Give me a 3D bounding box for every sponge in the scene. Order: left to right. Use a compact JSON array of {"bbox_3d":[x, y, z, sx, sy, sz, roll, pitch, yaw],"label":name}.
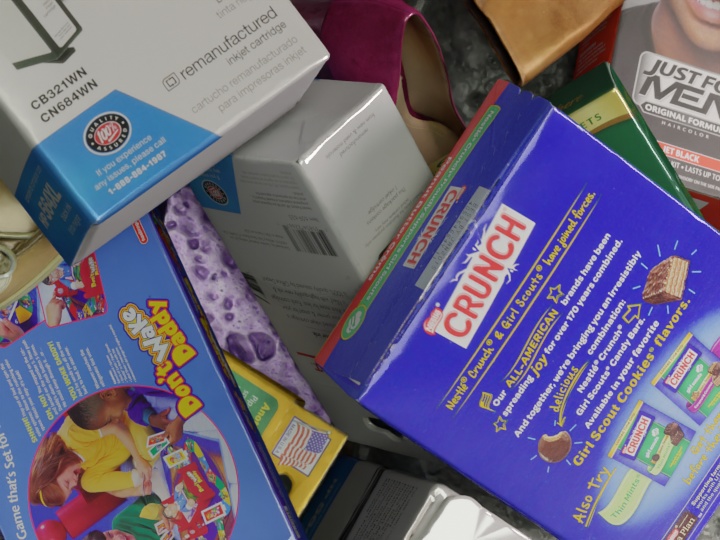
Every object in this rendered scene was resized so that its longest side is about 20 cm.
[{"bbox_3d":[-0.055,-0.018,1.363,0.111,0.030,0.201,10,89,-13],"label":"sponge"}]

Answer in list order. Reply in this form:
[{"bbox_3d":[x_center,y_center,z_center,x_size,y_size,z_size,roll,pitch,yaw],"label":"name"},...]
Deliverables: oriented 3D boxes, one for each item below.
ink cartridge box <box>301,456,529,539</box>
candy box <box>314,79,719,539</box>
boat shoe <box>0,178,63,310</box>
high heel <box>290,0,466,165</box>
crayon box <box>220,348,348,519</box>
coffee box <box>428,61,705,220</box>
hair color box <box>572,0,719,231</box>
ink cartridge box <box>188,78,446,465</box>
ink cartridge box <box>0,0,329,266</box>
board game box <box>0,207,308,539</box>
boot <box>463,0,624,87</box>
[{"bbox_3d":[0.052,0.172,1.296,0.146,0.200,0.084,33,83,-11],"label":"ink cartridge box"},{"bbox_3d":[0.105,0.034,1.228,0.200,0.077,0.169,35,88,-25],"label":"candy box"},{"bbox_3d":[-0.221,-0.004,1.218,0.200,0.063,0.073,-24,84,6],"label":"boat shoe"},{"bbox_3d":[0.039,-0.069,1.324,0.200,0.096,0.068,44,67,-35],"label":"high heel"},{"bbox_3d":[-0.119,0.085,1.307,0.200,0.052,0.126,32,89,7],"label":"crayon box"},{"bbox_3d":[0.127,0.005,1.314,0.123,0.044,0.200,-28,110,12],"label":"coffee box"},{"bbox_3d":[0.177,-0.131,1.377,0.101,0.061,0.201,16,72,-13],"label":"hair color box"},{"bbox_3d":[0.000,0.000,1.291,0.067,0.116,0.200,-44,121,-26],"label":"ink cartridge box"},{"bbox_3d":[-0.135,-0.129,1.185,0.146,0.084,0.200,-37,88,-18],"label":"ink cartridge box"},{"bbox_3d":[-0.129,0.074,1.260,0.134,0.045,0.201,-25,84,3],"label":"board game box"},{"bbox_3d":[0.160,-0.155,1.311,0.200,0.068,0.189,-33,92,-17],"label":"boot"}]
